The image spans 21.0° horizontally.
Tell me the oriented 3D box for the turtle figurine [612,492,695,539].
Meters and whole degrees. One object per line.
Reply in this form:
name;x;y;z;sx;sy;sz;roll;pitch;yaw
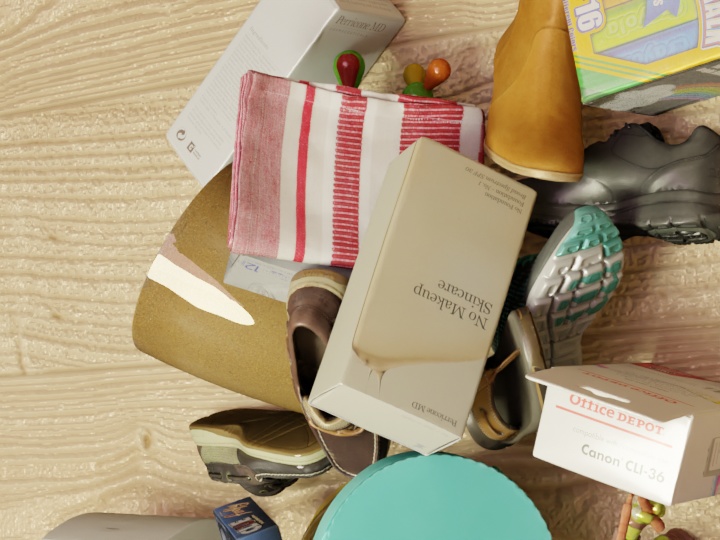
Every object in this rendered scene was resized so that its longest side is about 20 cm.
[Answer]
turtle figurine;0.181;0.242;1.408;0.064;0.161;0.202;22;102;33

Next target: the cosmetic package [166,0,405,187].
cosmetic package;-0.063;-0.161;1.629;0.200;0.101;0.074;-51;63;25

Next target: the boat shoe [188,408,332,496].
boat shoe;-0.076;0.157;1.639;0.199;0.073;0.065;6;114;60

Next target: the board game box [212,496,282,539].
board game box;-0.061;0.285;1.512;0.135;0.034;0.202;-169;61;-78

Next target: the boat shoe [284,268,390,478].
boat shoe;-0.022;0.095;1.475;0.071;0.072;0.201;1;131;13

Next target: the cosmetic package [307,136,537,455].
cosmetic package;0.046;0.019;1.409;0.073;0.103;0.202;-37;33;64

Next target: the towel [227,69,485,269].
towel;0.001;-0.070;1.472;0.023;0.198;0.145;132;142;-67

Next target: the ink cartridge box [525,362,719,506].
ink cartridge box;0.202;0.113;1.372;0.116;0.199;0.068;17;99;34

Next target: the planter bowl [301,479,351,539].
planter bowl;0.002;0.268;1.584;0.199;0.083;0.203;-1;89;36

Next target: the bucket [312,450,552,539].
bucket;0.056;0.234;1.460;0.205;0.135;0.209;0;76;1

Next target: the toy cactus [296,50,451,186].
toy cactus;0.017;-0.088;1.530;0.102;0.164;0.201;-34;78;49

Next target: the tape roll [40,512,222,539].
tape roll;-0.179;0.307;1.642;0.138;0.202;0.205;-3;87;36

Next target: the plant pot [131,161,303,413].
plant pot;-0.052;0.035;1.586;0.199;0.186;0.188;30;107;14

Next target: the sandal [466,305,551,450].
sandal;0.098;0.089;1.442;0.200;0.054;0.082;124;130;-69

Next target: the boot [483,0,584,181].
boot;0.137;-0.157;1.448;0.201;0.070;0.145;-107;28;-68

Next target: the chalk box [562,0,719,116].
chalk box;0.258;-0.199;1.386;0.199;0.124;0.125;-16;80;33

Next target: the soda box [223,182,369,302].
soda box;0.000;0.000;1.498;0.063;0.198;0.069;132;153;-63

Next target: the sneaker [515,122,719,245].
sneaker;0.192;-0.066;1.471;0.198;0.076;0.092;0;77;32

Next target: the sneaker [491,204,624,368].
sneaker;0.134;0.016;1.470;0.092;0.077;0.201;58;146;34
